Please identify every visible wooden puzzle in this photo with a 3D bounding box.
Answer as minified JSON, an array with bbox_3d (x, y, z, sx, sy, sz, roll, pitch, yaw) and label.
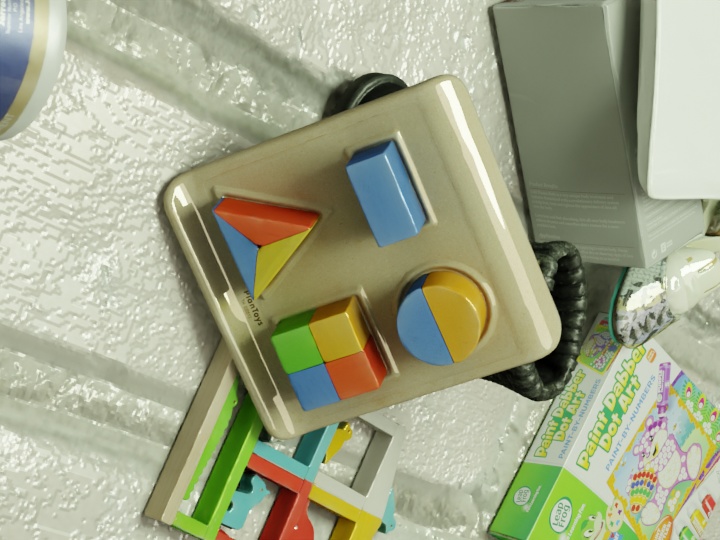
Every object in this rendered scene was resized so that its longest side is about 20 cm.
[{"bbox_3d":[0.000,0.000,1.028,0.046,0.199,0.186,-67,135,-70],"label":"wooden puzzle"}]

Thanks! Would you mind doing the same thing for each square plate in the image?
[{"bbox_3d":[0.247,-0.148,1.207,0.200,0.028,0.199,-1,92,-53],"label":"square plate"}]

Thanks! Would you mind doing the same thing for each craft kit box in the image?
[{"bbox_3d":[0.210,0.169,1.350,0.197,0.048,0.201,41,69,-35],"label":"craft kit box"}]

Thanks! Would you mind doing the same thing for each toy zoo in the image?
[{"bbox_3d":[-0.042,0.138,1.129,0.200,0.020,0.132,35,74,-40],"label":"toy zoo"}]

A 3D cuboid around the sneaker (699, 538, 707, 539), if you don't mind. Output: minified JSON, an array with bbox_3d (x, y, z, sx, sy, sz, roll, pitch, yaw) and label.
[{"bbox_3d":[0.262,0.315,1.402,0.079,0.095,0.201,36,47,-21],"label":"sneaker"}]

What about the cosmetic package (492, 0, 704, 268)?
[{"bbox_3d":[0.174,-0.109,1.228,0.090,0.107,0.201,-26,115,-40],"label":"cosmetic package"}]

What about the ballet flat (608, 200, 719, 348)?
[{"bbox_3d":[0.253,-0.015,1.309,0.201,0.072,0.072,-55,130,-41],"label":"ballet flat"}]

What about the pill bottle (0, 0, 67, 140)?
[{"bbox_3d":[-0.256,-0.129,0.831,0.199,0.111,0.112,6,93,-42],"label":"pill bottle"}]

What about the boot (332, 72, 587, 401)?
[{"bbox_3d":[0.067,-0.025,1.108,0.079,0.157,0.212,-27,115,-36],"label":"boot"}]
